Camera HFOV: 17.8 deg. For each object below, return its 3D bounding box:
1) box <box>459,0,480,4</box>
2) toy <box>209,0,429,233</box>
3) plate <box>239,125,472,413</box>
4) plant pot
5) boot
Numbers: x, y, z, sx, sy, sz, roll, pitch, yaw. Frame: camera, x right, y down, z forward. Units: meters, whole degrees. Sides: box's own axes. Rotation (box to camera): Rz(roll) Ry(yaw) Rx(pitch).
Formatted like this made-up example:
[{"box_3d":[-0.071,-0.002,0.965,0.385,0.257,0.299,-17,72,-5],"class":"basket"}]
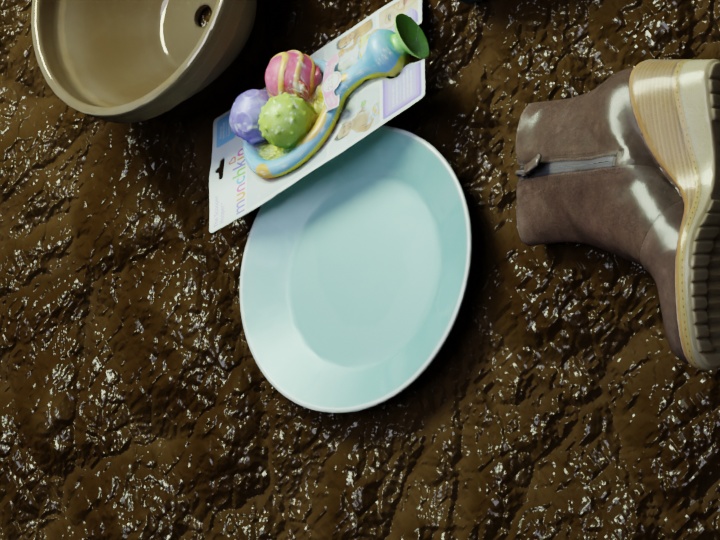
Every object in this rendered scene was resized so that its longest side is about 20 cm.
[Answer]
[{"box_3d":[0.135,-0.279,1.524,0.199,0.051,0.159,-13,71,35],"class":"box"},{"box_3d":[-0.042,-0.122,1.605,0.199,0.047,0.116,-28,41,26],"class":"toy"},{"box_3d":[0.000,0.000,1.571,0.199,0.026,0.201,-11,72,36],"class":"plate"},{"box_3d":[-0.141,-0.200,1.694,0.200,0.092,0.202,-12,71,37],"class":"plant pot"},{"box_3d":[0.168,-0.028,1.434,0.166,0.072,0.201,-14,70,48],"class":"boot"}]
